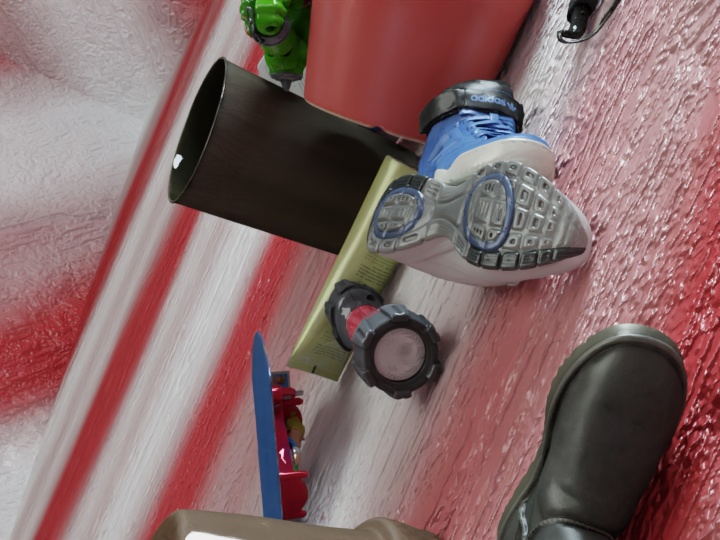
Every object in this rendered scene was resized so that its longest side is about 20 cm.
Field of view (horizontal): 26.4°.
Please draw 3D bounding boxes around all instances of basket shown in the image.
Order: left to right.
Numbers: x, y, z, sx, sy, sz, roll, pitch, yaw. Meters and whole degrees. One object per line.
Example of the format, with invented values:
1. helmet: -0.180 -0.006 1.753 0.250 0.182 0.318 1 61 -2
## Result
1. basket: -0.059 -0.092 1.394 0.138 0.198 0.180 -67 16 8

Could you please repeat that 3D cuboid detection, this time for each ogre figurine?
1. ogre figurine: -0.059 -0.246 1.354 0.121 0.097 0.201 86 173 -46

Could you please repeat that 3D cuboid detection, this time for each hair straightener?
1. hair straightener: 0.179 -0.255 1.121 0.077 0.040 0.202 -32 37 66

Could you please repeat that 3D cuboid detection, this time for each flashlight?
1. flashlight: 0.010 0.046 1.212 0.068 0.067 0.200 -66 15 5

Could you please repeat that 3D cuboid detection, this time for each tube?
1. tube: 0.000 0.000 1.332 0.202 0.057 0.052 -65 11 4

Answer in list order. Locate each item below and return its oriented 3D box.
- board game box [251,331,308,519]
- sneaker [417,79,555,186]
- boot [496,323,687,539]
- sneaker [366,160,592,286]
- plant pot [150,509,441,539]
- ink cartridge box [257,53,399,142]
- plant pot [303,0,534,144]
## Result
1. board game box: -0.063 0.152 1.314 0.158 0.038 0.203 148 117 -79
2. sneaker: 0.090 -0.097 1.124 0.200 0.076 0.113 139 142 -72
3. boot: 0.110 0.148 0.705 0.201 0.072 0.184 -79 4 -59
4. sneaker: 0.090 -0.024 1.035 0.199 0.087 0.075 9 73 56
5. plant pot: -0.058 0.233 0.969 0.201 0.173 0.201 -56 18 29
6. ink cartridge box: -0.006 -0.198 1.482 0.200 0.082 0.147 -47 61 51
7. plant pot: 0.043 -0.207 1.276 0.200 0.198 0.180 -127 53 -73
